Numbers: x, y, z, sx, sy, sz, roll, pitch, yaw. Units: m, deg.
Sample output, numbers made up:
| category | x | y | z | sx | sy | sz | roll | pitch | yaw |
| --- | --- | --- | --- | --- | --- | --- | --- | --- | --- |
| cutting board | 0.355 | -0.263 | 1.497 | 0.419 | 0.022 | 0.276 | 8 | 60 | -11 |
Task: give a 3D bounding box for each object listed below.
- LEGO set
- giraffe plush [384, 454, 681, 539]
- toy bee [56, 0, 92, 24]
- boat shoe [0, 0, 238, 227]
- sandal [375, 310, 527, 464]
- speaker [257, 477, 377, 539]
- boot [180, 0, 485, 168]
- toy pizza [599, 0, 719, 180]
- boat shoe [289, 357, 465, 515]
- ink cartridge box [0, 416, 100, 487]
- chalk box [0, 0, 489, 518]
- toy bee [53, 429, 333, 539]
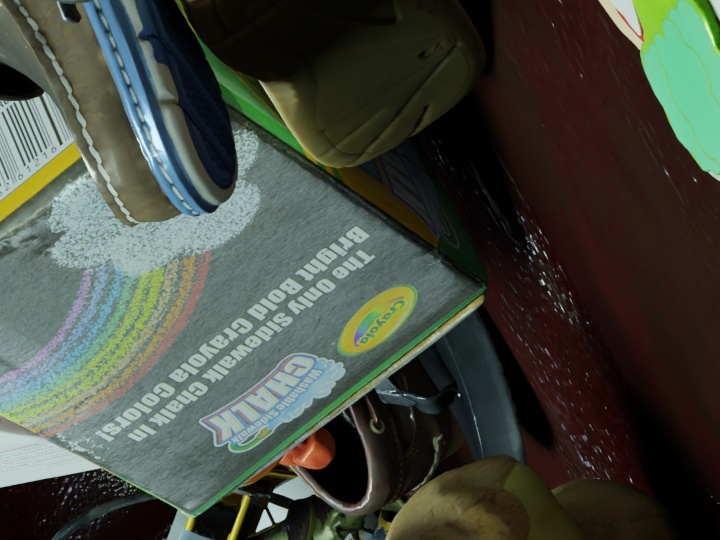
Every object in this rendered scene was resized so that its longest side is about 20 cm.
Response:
| category | x | y | z | sx | sy | sz | roll | pitch | yaw |
| --- | --- | --- | --- | --- | --- | --- | --- | --- | --- |
| LEGO set | -0.010 | 0.089 | 1.200 | 0.153 | 0.116 | 0.200 | 21 | -172 | 7 |
| giraffe plush | 0.078 | 0.160 | 0.772 | 0.162 | 0.172 | 0.201 | 12 | 123 | 51 |
| toy bee | -0.049 | -0.132 | 0.559 | 0.131 | 0.108 | 0.201 | -15 | 77 | 41 |
| boat shoe | -0.093 | -0.077 | 0.710 | 0.200 | 0.072 | 0.072 | 60 | -179 | 37 |
| sandal | 0.000 | 0.000 | 1.019 | 0.200 | 0.043 | 0.076 | 57 | 171 | 28 |
| speaker | 0.008 | 0.210 | 1.595 | 0.200 | 0.081 | 0.081 | 59 | 172 | 15 |
| boot | -0.039 | -0.124 | 0.712 | 0.155 | 0.072 | 0.200 | 58 | 179 | 21 |
| toy pizza | 0.042 | -0.086 | 0.484 | 0.201 | 0.032 | 0.200 | 59 | 172 | 13 |
| boat shoe | -0.039 | 0.002 | 1.080 | 0.200 | 0.070 | 0.070 | 50 | 130 | 7 |
| ink cartridge box | -0.170 | 0.013 | 1.075 | 0.200 | 0.125 | 0.129 | 21 | -120 | -63 |
| chalk box | -0.055 | -0.022 | 0.848 | 0.200 | 0.124 | 0.124 | 35 | -156 | -50 |
| toy bee | -0.062 | 0.032 | 1.008 | 0.131 | 0.108 | 0.201 | 42 | 120 | 57 |
